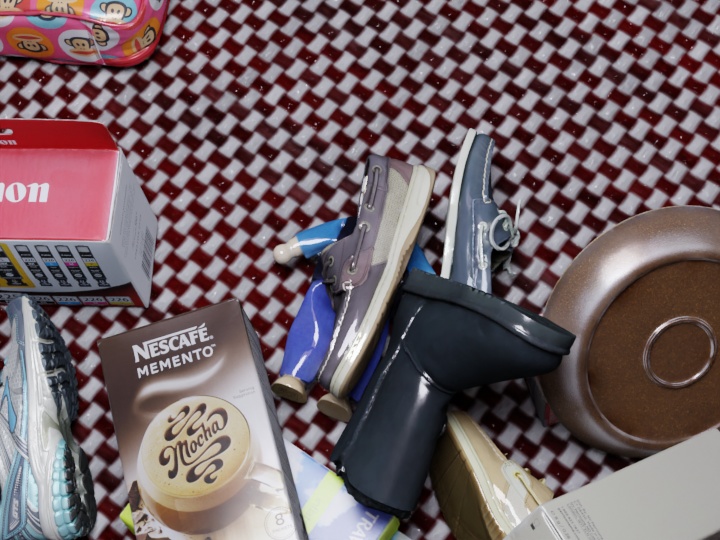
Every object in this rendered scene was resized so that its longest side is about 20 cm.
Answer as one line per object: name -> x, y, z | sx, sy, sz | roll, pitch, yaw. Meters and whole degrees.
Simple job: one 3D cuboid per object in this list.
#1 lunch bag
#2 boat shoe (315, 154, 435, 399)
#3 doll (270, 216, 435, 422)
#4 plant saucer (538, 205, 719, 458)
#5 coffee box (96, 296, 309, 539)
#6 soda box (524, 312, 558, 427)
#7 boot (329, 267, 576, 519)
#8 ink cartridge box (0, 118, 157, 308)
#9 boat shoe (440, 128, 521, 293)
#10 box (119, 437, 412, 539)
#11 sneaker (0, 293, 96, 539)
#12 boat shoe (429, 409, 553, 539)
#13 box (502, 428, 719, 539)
lunch bag -> -0.265, -0.278, 1.222 | 0.197, 0.082, 0.179 | 7, 67, 9
boat shoe -> 0.000, 0.000, 1.034 | 0.064, 0.072, 0.202 | 20, 66, 3
doll -> -0.009, 0.011, 1.091 | 0.135, 0.049, 0.202 | 19, 70, 10
plant saucer -> 0.225, 0.054, 0.985 | 0.197, 0.203, 0.032 | -19, 26, -4
coffee box -> -0.110, 0.137, 0.978 | 0.111, 0.080, 0.202 | -17, 65, 0
soda box -> 0.219, 0.048, 1.047 | 0.197, 0.064, 0.071 | -19, 66, -4
boot -> 0.058, 0.095, 0.951 | 0.076, 0.200, 0.170 | 23, 88, -26
ink cartridge box -> -0.276, -0.042, 1.070 | 0.197, 0.176, 0.085 | 0, 66, 6
boat shoe -> 0.094, -0.015, 1.079 | 0.061, 0.075, 0.203 | 5, 68, 9
box -> -0.066, 0.195, 1.019 | 0.198, 0.048, 0.123 | 31, 73, 18
sneaker -> -0.266, 0.114, 1.057 | 0.085, 0.078, 0.203 | -14, 66, 2
boat shoe -> 0.113, 0.184, 1.000 | 0.066, 0.074, 0.201 | -12, 56, -26
box -> 0.184, 0.179, 0.932 | 0.198, 0.082, 0.069 | -14, 61, -39
